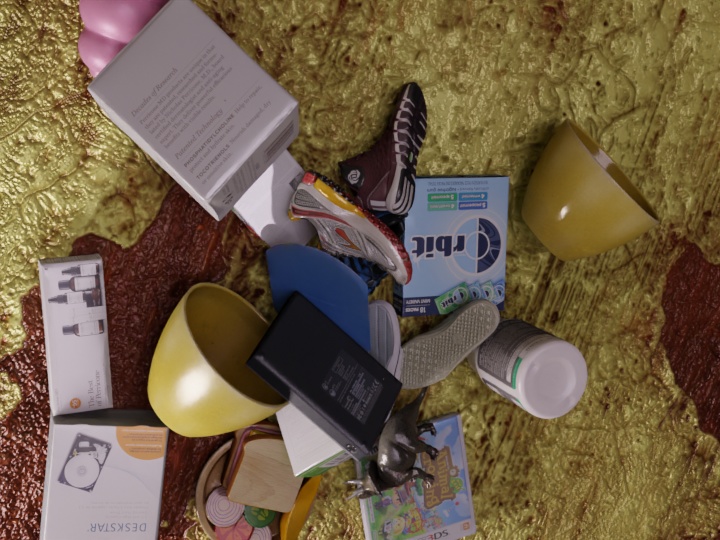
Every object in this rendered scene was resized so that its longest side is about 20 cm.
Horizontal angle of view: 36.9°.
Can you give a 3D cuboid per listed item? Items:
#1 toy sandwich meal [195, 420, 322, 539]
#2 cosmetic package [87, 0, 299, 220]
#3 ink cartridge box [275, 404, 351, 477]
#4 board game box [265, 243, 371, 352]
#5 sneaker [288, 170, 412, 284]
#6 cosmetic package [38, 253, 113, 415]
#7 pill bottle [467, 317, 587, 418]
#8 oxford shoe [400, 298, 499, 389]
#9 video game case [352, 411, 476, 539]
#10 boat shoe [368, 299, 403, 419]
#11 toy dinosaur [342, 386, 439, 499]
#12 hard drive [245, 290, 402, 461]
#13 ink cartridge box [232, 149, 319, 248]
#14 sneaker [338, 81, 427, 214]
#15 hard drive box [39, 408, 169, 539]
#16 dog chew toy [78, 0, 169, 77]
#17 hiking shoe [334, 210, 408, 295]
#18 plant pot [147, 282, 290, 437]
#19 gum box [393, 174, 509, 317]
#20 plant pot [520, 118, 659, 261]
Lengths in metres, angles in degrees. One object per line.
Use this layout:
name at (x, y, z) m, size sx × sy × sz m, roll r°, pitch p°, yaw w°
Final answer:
toy sandwich meal at (-0.140, 0.319, 1.548) m, size 0.202 × 0.070 × 0.209 m, roll -4°, pitch 101°, yaw -20°
cosmetic package at (-0.200, -0.198, 1.349) m, size 0.200 × 0.167 × 0.167 m, roll 43°, pitch 84°, yaw 3°
ink cartridge box at (-0.067, 0.173, 1.507) m, size 0.059 × 0.103 × 0.203 m, roll 10°, pitch 54°, yaw -53°
board game box at (-0.049, 0.028, 1.479) m, size 0.039 × 0.156 × 0.202 m, roll -54°, pitch 154°, yaw -37°
sneaker at (-0.012, -0.046, 1.461) m, size 0.199 × 0.078 × 0.083 m, roll 39°, pitch 99°, yaw 6°
cosmetic package at (-0.376, 0.084, 1.429) m, size 0.081 × 0.051 × 0.204 m, roll -6°, pitch 102°, yaw -18°
pill bottle at (0.237, 0.135, 1.584) m, size 0.111 × 0.200 × 0.115 m, roll -4°, pitch 102°, yaw -19°
oxford shoe at (0.125, 0.109, 1.594) m, size 0.199 × 0.058 × 0.076 m, roll -38°, pitch 89°, yaw 18°
video game case at (0.084, 0.336, 1.660) m, size 0.179 × 0.022 × 0.204 m, roll -13°, pitch 104°, yaw -18°
boat shoe at (0.026, 0.125, 1.567) m, size 0.072 × 0.067 × 0.203 m, roll 16°, pitch 118°, yaw 18°
toy dinosaur at (0.061, 0.262, 1.586) m, size 0.101 × 0.077 × 0.203 m, roll 20°, pitch 95°, yaw -29°
hard drive at (-0.045, 0.138, 1.442) m, size 0.200 × 0.033 × 0.140 m, roll 42°, pitch 43°, yaw -9°
ink cartridge box at (-0.123, -0.105, 1.489) m, size 0.109 × 0.050 × 0.201 m, roll -44°, pitch 112°, yaw -8°
sneaker at (0.025, -0.175, 1.522) m, size 0.076 × 0.114 × 0.203 m, roll 49°, pitch 47°, yaw -54°
hard drive box at (-0.348, 0.295, 1.464) m, size 0.153 × 0.077 × 0.204 m, roll 4°, pitch 99°, yaw -20°
dog chew toy at (-0.294, -0.336, 1.350) m, size 0.123 × 0.125 × 0.203 m, roll 17°, pitch 101°, yaw -22°
hiking shoe at (0.000, 0.000, 1.529) m, size 0.074 × 0.086 × 0.203 m, roll 17°, pitch 94°, yaw -31°
plant pot at (-0.202, 0.141, 1.446) m, size 0.199 × 0.201 × 0.142 m, roll 39°, pitch 113°, yaw -22°
gum box at (0.133, -0.038, 1.598) m, size 0.167 × 0.044 × 0.204 m, roll -3°, pitch 100°, yaw -20°
plant pot at (0.319, -0.100, 1.588) m, size 0.199 × 0.201 × 0.142 m, roll 39°, pitch 110°, yaw -22°
